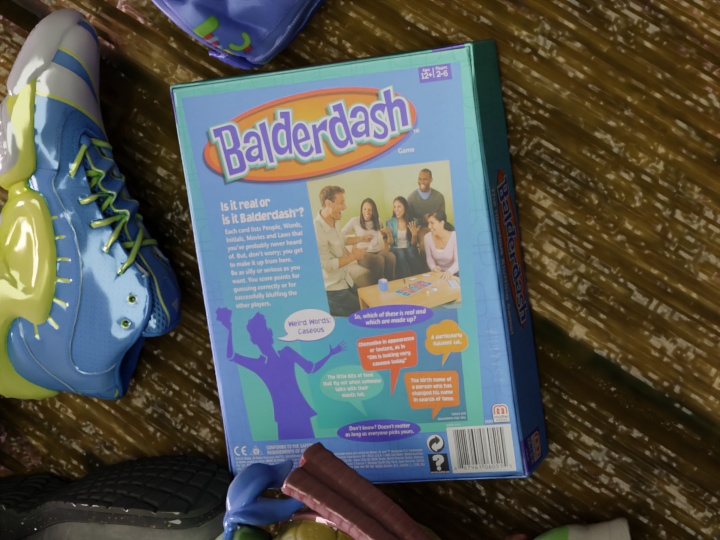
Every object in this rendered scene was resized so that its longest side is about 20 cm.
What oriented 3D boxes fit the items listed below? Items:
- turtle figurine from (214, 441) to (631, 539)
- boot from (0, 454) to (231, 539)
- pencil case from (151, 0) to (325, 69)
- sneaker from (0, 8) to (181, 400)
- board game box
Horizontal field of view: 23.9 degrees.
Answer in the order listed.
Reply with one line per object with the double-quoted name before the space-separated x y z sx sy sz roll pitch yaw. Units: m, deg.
"turtle figurine" 0.029 0.181 0.776 0.193 0.144 0.200 -3 78 7
"boot" -0.128 0.168 0.867 0.200 0.068 0.131 -10 100 36
"pencil case" -0.013 -0.176 0.761 0.200 0.078 0.087 -44 61 21
"sneaker" -0.129 -0.024 0.840 0.105 0.076 0.200 16 112 4
"board game box" 0.000 0.000 0.805 0.152 0.045 0.200 -5 99 21
